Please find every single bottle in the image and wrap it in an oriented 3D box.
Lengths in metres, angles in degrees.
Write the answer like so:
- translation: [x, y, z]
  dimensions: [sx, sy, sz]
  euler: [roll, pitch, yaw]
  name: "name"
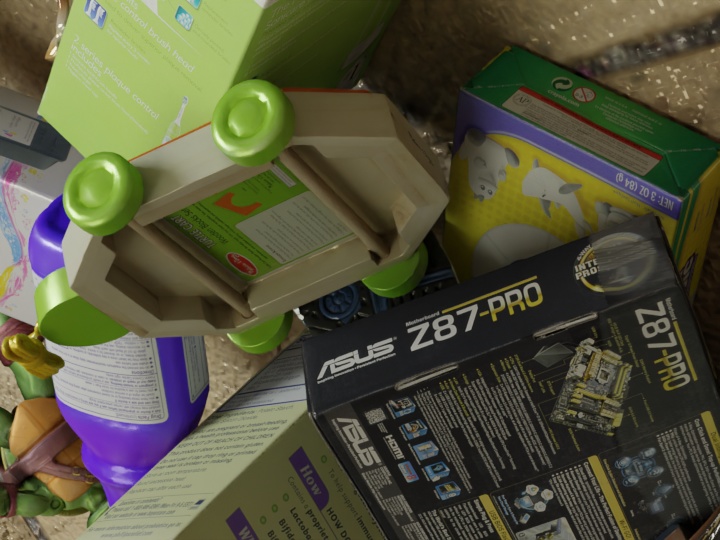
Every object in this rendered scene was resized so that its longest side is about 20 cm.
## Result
- translation: [-0.121, 0.054, 0.963]
  dimensions: [0.083, 0.065, 0.202]
  euler: [11, 128, 22]
  name: "bottle"

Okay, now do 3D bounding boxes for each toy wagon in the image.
- translation: [-0.065, -0.012, 0.770]
  dimensions: [0.198, 0.040, 0.155]
  euler: [-23, 151, 14]
  name: "toy wagon"

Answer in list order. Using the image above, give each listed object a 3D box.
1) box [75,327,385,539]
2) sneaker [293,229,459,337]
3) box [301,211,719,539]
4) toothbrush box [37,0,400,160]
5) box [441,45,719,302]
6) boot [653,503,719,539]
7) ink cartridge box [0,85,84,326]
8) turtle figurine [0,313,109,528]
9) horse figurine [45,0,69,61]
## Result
- translation: [-0.017, 0.150, 0.943]
  dimensions: [0.096, 0.200, 0.177]
  euler: [-12, 114, 49]
  name: "box"
- translation: [0.000, 0.000, 0.875]
  dimensions: [0.200, 0.075, 0.077]
  euler: [53, -179, 38]
  name: "sneaker"
- translation: [0.083, 0.081, 0.797]
  dimensions: [0.160, 0.049, 0.201]
  euler: [-19, 133, 11]
  name: "box"
- translation: [-0.040, -0.131, 0.767]
  dimensions: [0.086, 0.145, 0.200]
  euler: [43, 143, 7]
  name: "toothbrush box"
- translation: [0.092, 0.008, 0.839]
  dimensions: [0.117, 0.048, 0.201]
  euler: [29, 140, 25]
  name: "box"
- translation: [0.188, 0.119, 0.755]
  dimensions: [0.074, 0.097, 0.201]
  euler: [21, 122, -25]
  name: "boot"
- translation: [-0.195, -0.036, 1.017]
  dimensions: [0.198, 0.068, 0.118]
  euler: [21, 139, 1]
  name: "ink cartridge box"
- translation: [-0.208, 0.089, 1.135]
  dimensions: [0.194, 0.200, 0.144]
  euler: [47, 109, 8]
  name: "turtle figurine"
- translation: [-0.177, -0.159, 0.833]
  dimensions: [0.199, 0.050, 0.134]
  euler: [3, 94, 54]
  name: "horse figurine"
